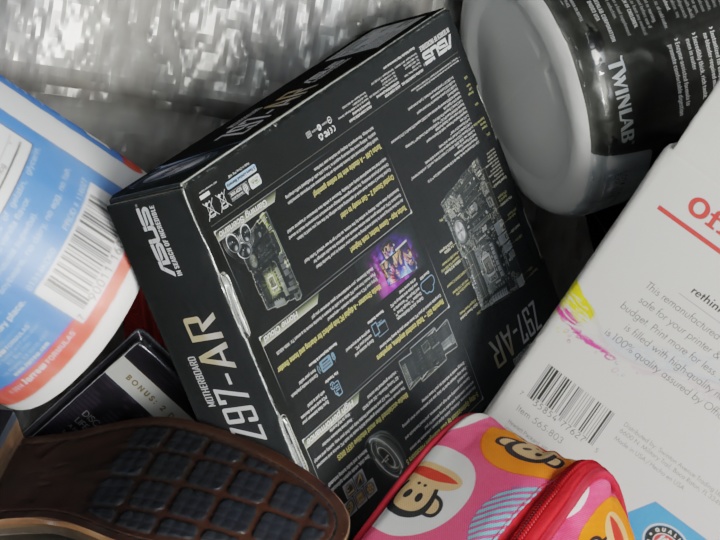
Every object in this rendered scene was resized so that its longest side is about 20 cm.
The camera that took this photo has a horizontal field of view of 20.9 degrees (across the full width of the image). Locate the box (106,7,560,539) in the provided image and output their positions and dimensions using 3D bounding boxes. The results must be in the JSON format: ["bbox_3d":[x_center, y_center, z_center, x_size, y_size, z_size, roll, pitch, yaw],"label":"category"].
[{"bbox_3d":[0.000,0.000,0.811,0.200,0.043,0.161,-40,113,-47],"label":"box"}]

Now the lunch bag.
[{"bbox_3d":[0.039,0.174,0.748,0.176,0.082,0.201,-48,140,-29],"label":"lunch bag"}]

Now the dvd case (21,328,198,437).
[{"bbox_3d":[-0.111,0.136,0.826,0.200,0.016,0.149,-41,110,15],"label":"dvd case"}]

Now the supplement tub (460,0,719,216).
[{"bbox_3d":[0.155,-0.110,0.872,0.199,0.122,0.123,-19,108,-18],"label":"supplement tub"}]

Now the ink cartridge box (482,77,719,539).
[{"bbox_3d":[0.144,0.026,0.793,0.115,0.068,0.201,37,108,11],"label":"ink cartridge box"}]

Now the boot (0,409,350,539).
[{"bbox_3d":[-0.094,0.113,0.759,0.075,0.199,0.097,-59,150,-49],"label":"boot"}]

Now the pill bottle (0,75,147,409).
[{"bbox_3d":[-0.184,-0.040,0.750,0.200,0.112,0.113,34,87,-24],"label":"pill bottle"}]

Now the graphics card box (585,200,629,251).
[{"bbox_3d":[0.218,-0.041,0.911,0.199,0.125,0.051,-21,110,-18],"label":"graphics card box"}]

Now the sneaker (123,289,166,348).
[{"bbox_3d":[-0.024,0.060,0.872,0.115,0.078,0.201,-34,119,-26],"label":"sneaker"}]
